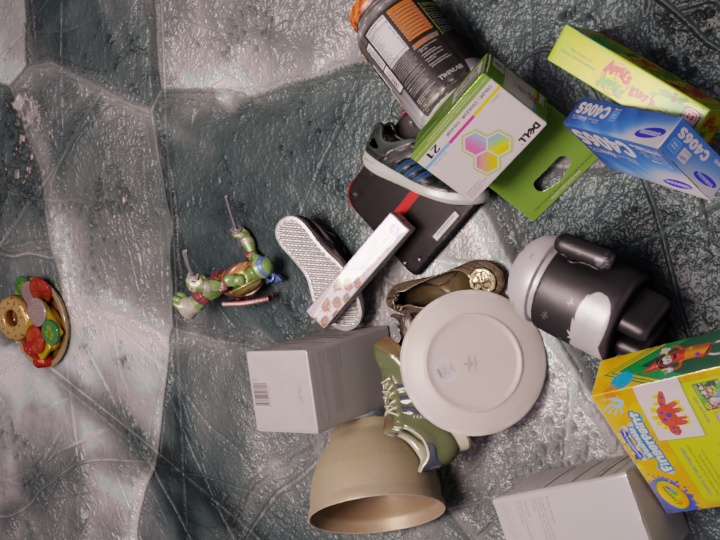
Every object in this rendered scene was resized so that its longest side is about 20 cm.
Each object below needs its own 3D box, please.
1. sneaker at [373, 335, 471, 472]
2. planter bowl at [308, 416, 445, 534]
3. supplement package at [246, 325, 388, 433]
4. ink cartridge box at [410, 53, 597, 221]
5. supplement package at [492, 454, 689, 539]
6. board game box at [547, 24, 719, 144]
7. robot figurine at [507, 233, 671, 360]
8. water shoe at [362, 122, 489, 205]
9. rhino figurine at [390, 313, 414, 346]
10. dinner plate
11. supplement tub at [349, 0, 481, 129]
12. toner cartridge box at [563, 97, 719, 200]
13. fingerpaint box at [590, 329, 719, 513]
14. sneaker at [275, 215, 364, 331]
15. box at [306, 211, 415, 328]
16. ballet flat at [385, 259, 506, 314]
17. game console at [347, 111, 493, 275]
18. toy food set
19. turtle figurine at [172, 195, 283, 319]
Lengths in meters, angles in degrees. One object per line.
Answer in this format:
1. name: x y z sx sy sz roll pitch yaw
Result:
1. sneaker: 0.063 0.194 1.311 0.200 0.090 0.067 52 163 10
2. planter bowl: 0.019 0.298 1.380 0.200 0.200 0.135 -30 52 36
3. supplement package: -0.054 0.159 1.388 0.120 0.200 0.121 -6 93 37
4. ink cartridge box: 0.189 -0.150 1.174 0.200 0.076 0.148 35 122 -11
5. supplement package: 0.296 0.316 1.201 0.200 0.117 0.117 -22 83 38
6. board game box: 0.330 -0.219 1.098 0.200 0.102 0.048 40 118 26
7. robot figurine: 0.283 0.033 1.164 0.200 0.125 0.150 28 109 31
8. water shoe: 0.090 -0.149 1.279 0.200 0.071 0.079 24 112 26
9. rhino figurine: 0.106 0.136 1.348 0.200 0.060 0.088 47 140 21
10. dinner plate: 0.154 0.125 1.267 0.200 0.024 0.200 0 84 4
11. supplement tub: 0.078 -0.295 1.264 0.123 0.122 0.200 -46 70 33
12. toner cartridge box: 0.321 -0.142 1.059 0.043 0.095 0.200 -53 23 2
13. fingerpaint box: 0.394 0.179 1.084 0.167 0.073 0.200 -22 112 37
14. sneaker: -0.051 -0.002 1.440 0.078 0.079 0.200 -33 85 18
15. box: 0.000 0.000 1.363 0.039 0.041 0.200 43 108 8
16. ballet flat: 0.117 0.029 1.335 0.200 0.046 0.067 -11 91 38
17. game console: 0.083 -0.118 1.352 0.177 0.031 0.200 48 123 14
18. toy food set: -0.682 0.107 1.952 0.198 0.049 0.200 -47 69 32
19. turtle figurine: -0.244 -0.012 1.545 0.194 0.200 0.144 -32 44 40
